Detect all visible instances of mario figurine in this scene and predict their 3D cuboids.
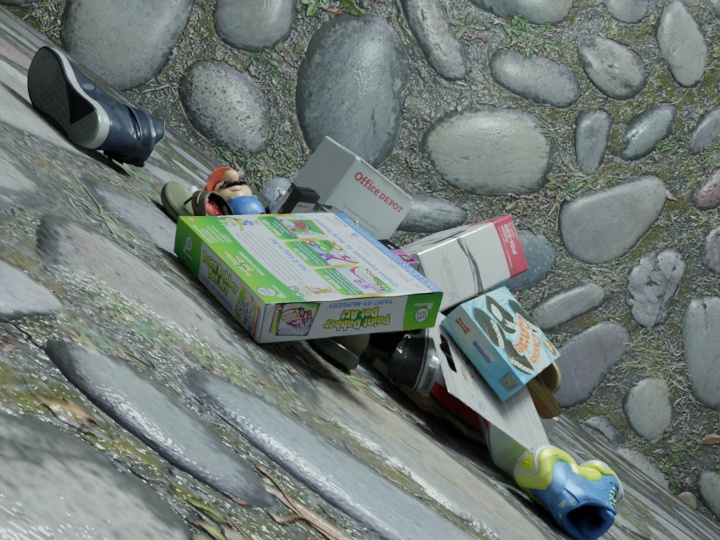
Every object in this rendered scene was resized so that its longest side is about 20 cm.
[{"bbox_3d":[-0.177,-0.102,1.550,0.123,0.106,0.200,32,7,-38],"label":"mario figurine"}]

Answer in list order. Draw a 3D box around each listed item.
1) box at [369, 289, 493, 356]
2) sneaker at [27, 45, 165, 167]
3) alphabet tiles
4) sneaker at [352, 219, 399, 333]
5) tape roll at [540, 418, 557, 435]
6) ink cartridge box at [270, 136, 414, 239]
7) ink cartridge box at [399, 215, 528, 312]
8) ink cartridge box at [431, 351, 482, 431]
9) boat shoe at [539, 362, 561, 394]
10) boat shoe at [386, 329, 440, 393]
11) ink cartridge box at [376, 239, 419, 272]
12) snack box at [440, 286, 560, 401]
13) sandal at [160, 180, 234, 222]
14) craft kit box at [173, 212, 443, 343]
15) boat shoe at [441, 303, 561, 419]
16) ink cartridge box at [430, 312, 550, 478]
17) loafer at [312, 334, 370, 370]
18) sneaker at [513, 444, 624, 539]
[{"bbox_3d":[0.106,0.068,1.539,0.199,0.079,0.141,1,12,-17],"label":"box"},{"bbox_3d":[-0.348,-0.213,1.414,0.146,0.077,0.202,13,30,-54],"label":"sneaker"},{"bbox_3d":[0.091,0.162,1.342,0.195,0.015,0.200,38,3,34],"label":"alphabet tiles"},{"bbox_3d":[0.000,0.000,1.298,0.199,0.131,0.079,11,20,41],"label":"sneaker"},{"bbox_3d":[0.195,0.189,1.591,0.202,0.071,0.202,36,3,-2],"label":"tape roll"},{"bbox_3d":[-0.042,-0.059,1.460,0.145,0.200,0.084,33,4,-46],"label":"ink cartridge box"},{"bbox_3d":[0.100,0.000,1.398,0.145,0.200,0.085,-13,-81,47],"label":"ink cartridge box"},{"bbox_3d":[0.152,0.167,1.352,0.162,0.050,0.200,35,0,-14],"label":"ink cartridge box"},{"bbox_3d":[0.239,0.136,1.600,0.065,0.072,0.200,33,-1,-39],"label":"boat shoe"},{"bbox_3d":[0.061,0.094,1.271,0.056,0.069,0.200,17,8,-1],"label":"boat shoe"},{"bbox_3d":[-0.043,-0.003,1.173,0.199,0.037,0.095,-5,20,-21],"label":"ink cartridge box"},{"bbox_3d":[0.174,0.084,1.284,0.116,0.037,0.200,52,21,9],"label":"snack box"},{"bbox_3d":[-0.180,-0.062,1.304,0.080,0.057,0.201,34,4,-42],"label":"sandal"},{"bbox_3d":[-0.054,0.000,1.039,0.197,0.049,0.200,0,25,-34],"label":"craft kit box"},{"bbox_3d":[0.176,0.127,1.379,0.200,0.063,0.073,44,5,6],"label":"boat shoe"},{"bbox_3d":[0.135,0.143,1.223,0.200,0.050,0.161,35,24,-31],"label":"ink cartridge box"},{"bbox_3d":[-0.021,0.053,1.198,0.075,0.070,0.200,35,3,-18],"label":"loafer"},{"bbox_3d":[0.248,0.262,1.170,0.200,0.076,0.105,24,22,-42],"label":"sneaker"}]
